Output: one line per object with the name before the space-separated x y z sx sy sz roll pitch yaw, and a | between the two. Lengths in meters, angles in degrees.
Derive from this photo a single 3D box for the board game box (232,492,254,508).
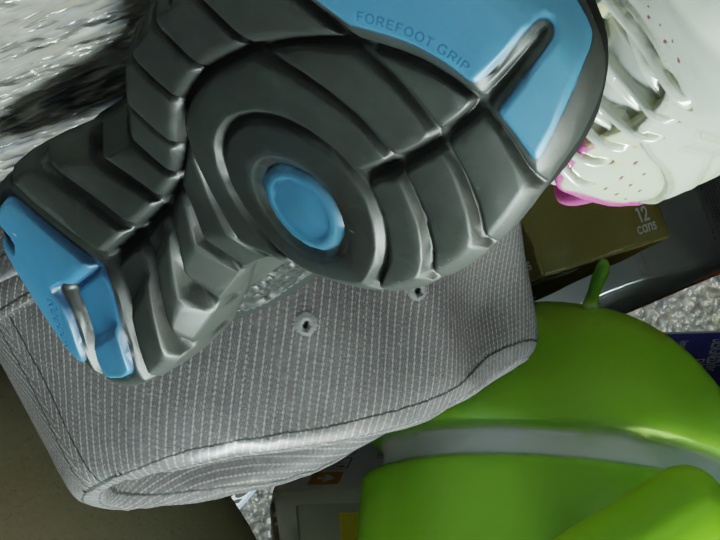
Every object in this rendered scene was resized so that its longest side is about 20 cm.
board game box | -0.118 0.102 1.096 0.200 0.035 0.135 -49 149 21

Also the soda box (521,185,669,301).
soda box | 0.000 0.000 0.955 0.068 0.064 0.200 -16 173 -47

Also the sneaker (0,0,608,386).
sneaker | -0.007 -0.037 0.596 0.082 0.073 0.200 -38 -171 -30

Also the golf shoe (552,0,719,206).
golf shoe | 0.071 -0.046 0.669 0.091 0.076 0.200 -30 173 5

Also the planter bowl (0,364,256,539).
planter bowl | -0.097 0.129 0.896 0.134 0.201 0.200 16 -156 42

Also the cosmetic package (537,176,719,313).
cosmetic package | 0.077 -0.016 1.080 0.101 0.072 0.200 -24 174 22

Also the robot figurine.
robot figurine | 0.055 0.101 0.868 0.115 0.201 0.175 8 167 -14

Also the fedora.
fedora | -0.018 0.007 0.789 0.199 0.091 0.177 -18 174 -39

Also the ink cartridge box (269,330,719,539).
ink cartridge box | 0.084 0.066 1.109 0.199 0.047 0.198 -1 -167 12
